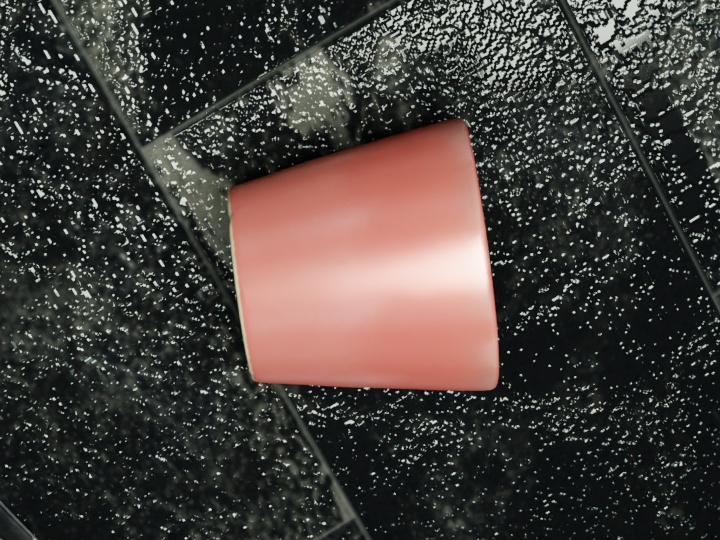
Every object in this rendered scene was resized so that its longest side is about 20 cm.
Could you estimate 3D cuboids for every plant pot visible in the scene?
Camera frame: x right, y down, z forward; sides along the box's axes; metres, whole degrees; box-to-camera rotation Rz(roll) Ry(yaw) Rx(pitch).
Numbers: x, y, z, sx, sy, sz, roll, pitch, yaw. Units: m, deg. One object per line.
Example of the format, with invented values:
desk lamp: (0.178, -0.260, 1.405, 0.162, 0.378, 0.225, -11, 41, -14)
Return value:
plant pot: (0.000, 0.000, 1.481, 0.176, 0.200, 0.202, -8, 103, -1)

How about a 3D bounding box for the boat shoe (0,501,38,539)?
boat shoe: (-0.235, 0.230, 1.532, 0.200, 0.073, 0.063, 39, 95, -12)
